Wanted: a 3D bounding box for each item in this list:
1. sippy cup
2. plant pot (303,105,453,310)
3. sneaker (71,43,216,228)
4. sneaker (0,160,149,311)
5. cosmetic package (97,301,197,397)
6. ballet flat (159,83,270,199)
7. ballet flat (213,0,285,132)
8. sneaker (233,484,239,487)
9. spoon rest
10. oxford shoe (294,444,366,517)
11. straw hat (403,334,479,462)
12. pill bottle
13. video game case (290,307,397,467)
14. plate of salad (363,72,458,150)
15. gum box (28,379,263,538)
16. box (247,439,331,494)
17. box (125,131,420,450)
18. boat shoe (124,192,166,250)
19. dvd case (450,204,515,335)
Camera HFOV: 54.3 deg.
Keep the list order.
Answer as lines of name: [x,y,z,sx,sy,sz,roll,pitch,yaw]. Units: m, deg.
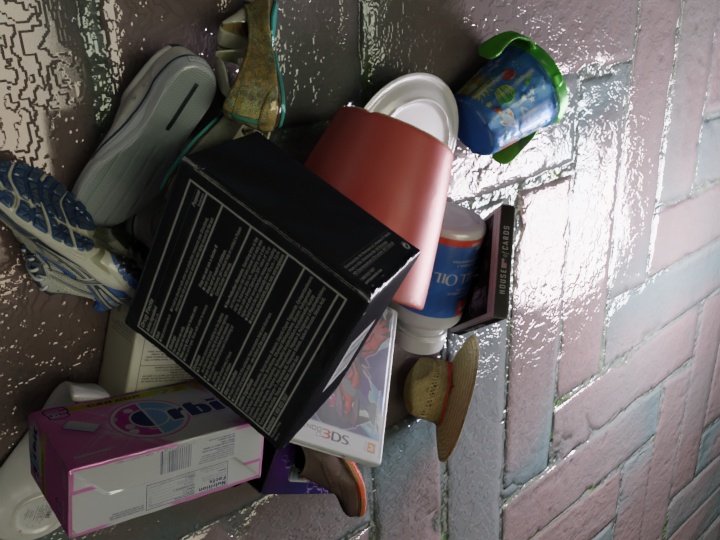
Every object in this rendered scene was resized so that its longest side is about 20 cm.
sippy cup: [0.198,-0.235,0.991,0.130,0.139,0.178,-37,105,-14]
plant pot: [0.008,-0.073,0.789,0.200,0.200,0.179,21,91,-45]
sneaker: [-0.214,-0.129,0.683,0.200,0.071,0.073,-47,137,10]
sneaker: [-0.280,-0.017,0.646,0.085,0.077,0.200,-31,137,12]
cosmetic package: [-0.226,0.131,0.765,0.105,0.071,0.202,6,101,-43]
ballet flat: [-0.129,-0.129,0.703,0.063,0.067,0.201,32,45,-12]
ballet flat: [-0.111,-0.214,0.692,0.070,0.201,0.071,-5,142,-4]
sneaker: [-0.133,0.161,0.851,0.075,0.087,0.202,12,97,-44]
spoon rest: [-0.320,0.195,0.723,0.099,0.061,0.201,17,107,-44]
oxford shoe: [-0.046,0.241,0.883,0.072,0.071,0.201,-25,117,-13]
straw hat: [0.111,0.185,1.086,0.084,0.201,0.203,16,96,-2]
pill bottle: [0.101,0.013,0.987,0.112,0.112,0.201,-14,126,-39]
video game case: [-0.040,0.109,0.825,0.181,0.023,0.201,25,57,-28]
plate of salad: [0.051,-0.162,0.923,0.199,0.048,0.201,-25,132,-31]
gum box: [-0.197,0.167,0.674,0.199,0.113,0.067,-6,110,-40]
box: [-0.067,0.188,0.933,0.141,0.079,0.202,17,94,-48]
box: [-0.085,0.015,0.650,0.201,0.198,0.123,-59,170,32]
boat shoe: [-0.148,-0.075,0.749,0.201,0.086,0.075,-31,124,-32]
dvd case: [0.169,0.006,0.991,0.025,0.200,0.152,8,78,-8]
